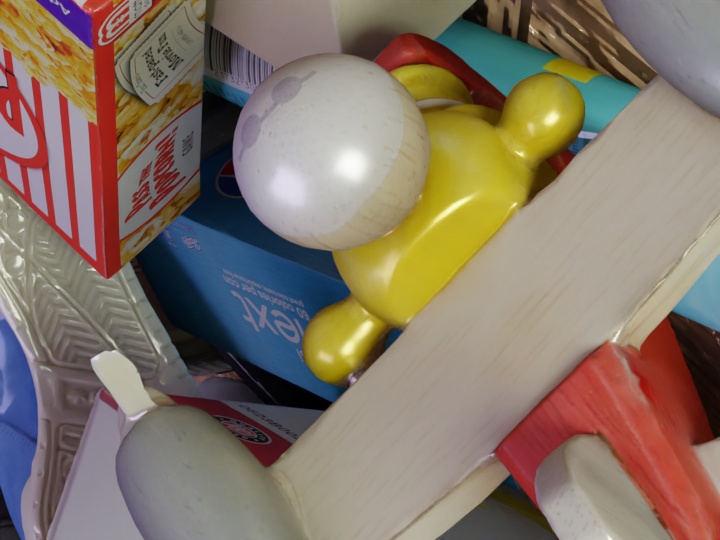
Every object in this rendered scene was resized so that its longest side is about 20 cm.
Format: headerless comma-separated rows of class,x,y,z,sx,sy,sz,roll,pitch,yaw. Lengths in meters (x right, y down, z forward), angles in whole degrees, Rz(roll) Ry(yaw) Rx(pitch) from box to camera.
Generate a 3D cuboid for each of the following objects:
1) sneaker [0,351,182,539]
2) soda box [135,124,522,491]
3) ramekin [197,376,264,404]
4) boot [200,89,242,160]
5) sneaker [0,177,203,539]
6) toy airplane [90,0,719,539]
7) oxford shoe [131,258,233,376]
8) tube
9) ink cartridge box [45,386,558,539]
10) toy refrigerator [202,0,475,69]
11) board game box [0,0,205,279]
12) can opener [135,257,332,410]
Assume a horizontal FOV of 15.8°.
sneaker,-0.075,0.067,0.963,0.199,0.105,0.060,-5,158,19
soda box,0.000,0.000,0.847,0.200,0.064,0.068,23,145,51
ramekin,-0.024,0.147,1.052,0.200,0.098,0.201,38,160,16
boot,-0.119,-0.142,0.850,0.165,0.066,0.200,25,150,34
sneaker,-0.108,0.040,0.915,0.201,0.077,0.111,69,162,-5
toy airplane,0.028,0.008,0.594,0.141,0.200,0.199,38,152,-27
oxford shoe,-0.103,0.018,1.081,0.200,0.075,0.058,-1,86,57
tube,0.028,-0.046,0.752,0.200,0.050,0.078,27,150,33
ink cartridge box,0.021,0.106,0.803,0.200,0.084,0.145,9,-166,-45
toy refrigerator,-0.016,-0.140,0.656,0.076,0.070,0.200,34,155,27
board game box,-0.112,-0.094,0.759,0.151,0.046,0.200,43,163,11
can opener,-0.059,-0.012,0.971,0.200,0.079,0.063,43,118,11
